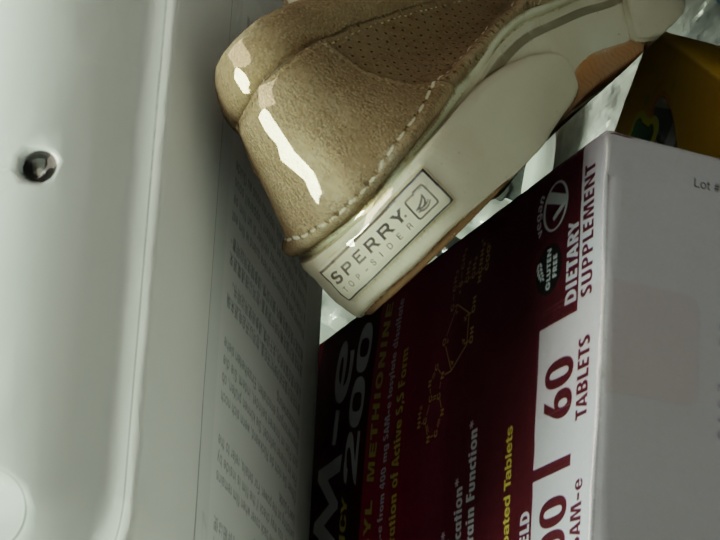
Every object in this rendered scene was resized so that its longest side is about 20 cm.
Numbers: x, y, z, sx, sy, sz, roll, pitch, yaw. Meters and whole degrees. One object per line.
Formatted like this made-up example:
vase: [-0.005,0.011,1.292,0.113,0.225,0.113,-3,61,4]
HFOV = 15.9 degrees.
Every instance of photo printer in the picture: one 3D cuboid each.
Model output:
photo printer: [-0.054,0.024,0.590,0.166,0.069,0.201,62,-152,-66]

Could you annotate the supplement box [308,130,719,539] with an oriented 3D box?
supplement box: [0.035,0.054,0.612,0.200,0.061,0.109,141,137,-61]

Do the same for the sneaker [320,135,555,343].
sneaker: [0.000,0.000,0.868,0.200,0.075,0.081,-50,5,35]

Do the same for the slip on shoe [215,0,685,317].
slip on shoe: [0.022,-0.049,0.609,0.076,0.061,0.200,-45,-1,29]

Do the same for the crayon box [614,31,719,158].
crayon box: [0.095,0.021,0.633,0.200,0.051,0.128,-129,55,-65]

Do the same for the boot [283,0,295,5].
boot: [0.012,-0.102,0.704,0.200,0.146,0.071,-177,106,-76]

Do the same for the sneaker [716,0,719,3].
sneaker: [0.110,-0.151,0.675,0.087,0.075,0.201,-47,36,43]
